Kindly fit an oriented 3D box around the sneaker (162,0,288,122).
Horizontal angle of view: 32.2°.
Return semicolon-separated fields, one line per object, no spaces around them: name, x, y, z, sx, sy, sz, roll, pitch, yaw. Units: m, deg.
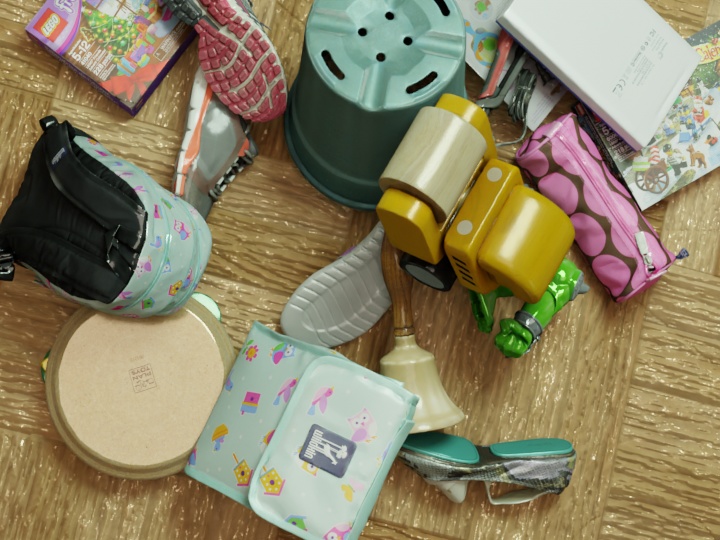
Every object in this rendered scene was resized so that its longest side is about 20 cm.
sneaker;-0.127;-0.243;1.239;0.080;0.075;0.201;-27;94;26

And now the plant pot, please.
plant pot;0.020;-0.185;1.209;0.198;0.196;0.202;0;73;-1

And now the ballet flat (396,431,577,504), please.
ballet flat;0.121;0.204;1.266;0.198;0.072;0.073;4;83;-5

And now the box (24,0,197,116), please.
box;-0.230;-0.280;1.286;0.136;0.039;0.201;36;81;-2

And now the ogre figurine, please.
ogre figurine;0.152;-0.014;1.270;0.119;0.099;0.200;-20;43;-13

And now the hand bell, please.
hand bell;0.041;0.053;1.235;0.103;0.104;0.202;-8;94;-7

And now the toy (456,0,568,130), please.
toy;0.139;-0.253;1.320;0.200;0.047;0.115;46;71;-11

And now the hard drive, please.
hard drive;0.247;-0.237;1.280;0.200;0.025;0.132;40;69;-11

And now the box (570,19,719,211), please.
box;0.345;-0.167;1.343;0.199;0.038;0.137;-30;88;-9

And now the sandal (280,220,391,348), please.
sandal;0.005;0.006;1.277;0.202;0.050;0.083;-40;105;8

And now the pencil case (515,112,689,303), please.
pencil case;0.245;-0.068;1.292;0.090;0.094;0.201;-37;87;5

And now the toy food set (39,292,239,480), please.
toy food set;-0.215;0.107;1.243;0.199;0.049;0.199;-33;88;-9

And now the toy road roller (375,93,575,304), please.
toy road roller;0.112;-0.051;1.135;0.145;0.200;0.124;24;74;25

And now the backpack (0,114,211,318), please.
backpack;-0.240;-0.039;1.183;0.199;0.126;0.168;28;102;37

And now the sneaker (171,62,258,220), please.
sneaker;-0.144;-0.113;1.263;0.081;0.077;0.202;12;83;-12

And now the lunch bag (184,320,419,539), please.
lunch bag;-0.048;0.160;1.175;0.122;0.199;0.172;33;81;-44

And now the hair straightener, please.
hair straightener;0.171;-0.206;1.275;0.076;0.041;0.202;28;67;-17
